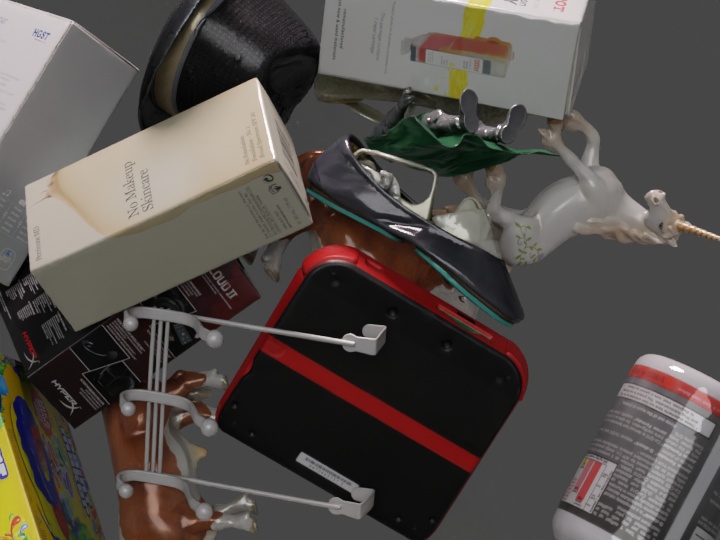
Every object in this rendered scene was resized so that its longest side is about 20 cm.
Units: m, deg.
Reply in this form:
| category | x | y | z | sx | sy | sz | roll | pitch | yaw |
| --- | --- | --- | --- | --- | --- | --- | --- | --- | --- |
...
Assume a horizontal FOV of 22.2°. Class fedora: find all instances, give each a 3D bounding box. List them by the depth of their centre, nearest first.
| category | x | y | z | sx | sy | sz | roll | pitch | yaw |
| --- | --- | --- | --- | --- | --- | --- | --- | --- | --- |
| fedora | -0.089 | -0.159 | 1.429 | 0.091 | 0.201 | 0.201 | 34 | 85 | 10 |

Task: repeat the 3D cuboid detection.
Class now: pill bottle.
| category | x | y | z | sx | sy | sz | roll | pitch | yaw |
| --- | --- | --- | --- | --- | --- | --- | --- | --- | --- |
| pill bottle | 0.213 | 0.175 | 1.371 | 0.115 | 0.116 | 0.201 | 29 | 83 | 11 |

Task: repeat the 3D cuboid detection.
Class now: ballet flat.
| category | x | y | z | sx | sy | sz | roll | pitch | yaw |
| --- | --- | --- | --- | --- | --- | --- | --- | --- | --- |
| ballet flat | 0.051 | -0.038 | 1.378 | 0.199 | 0.073 | 0.073 | 34 | 85 | 10 |
| ballet flat | 0.056 | -0.141 | 1.488 | 0.198 | 0.067 | 0.063 | 15 | 111 | 13 |

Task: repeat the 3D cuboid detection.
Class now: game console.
| category | x | y | z | sx | sy | sz | roll | pitch | yaw |
| --- | --- | --- | --- | --- | --- | --- | --- | --- | --- |
| game console | 0.011 | 0.094 | 1.405 | 0.199 | 0.031 | 0.178 | 30 | 108 | -6 |

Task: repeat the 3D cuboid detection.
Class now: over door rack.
| category | x | y | z | sx | sy | sz | roll | pitch | yaw |
| --- | --- | --- | --- | --- | --- | --- | --- | --- | --- |
| over door rack | -0.083 | 0.108 | 1.360 | 0.197 | 0.067 | 0.150 | 5 | 108 | 0 |

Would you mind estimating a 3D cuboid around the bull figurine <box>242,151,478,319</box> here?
| category | x | y | z | sx | sy | sz | roll | pitch | yaw |
| --- | --- | --- | --- | --- | --- | --- | --- | --- | --- |
| bull figurine | 0.000 | 0.000 | 1.446 | 0.121 | 0.065 | 0.200 | -41 | 78 | -11 |

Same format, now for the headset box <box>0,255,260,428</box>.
| category | x | y | z | sx | sy | sz | roll | pitch | yaw |
| --- | --- | --- | --- | --- | --- | --- | --- | --- | --- |
| headset box | -0.182 | 0.003 | 1.439 | 0.199 | 0.077 | 0.149 | -35 | 44 | -2 |

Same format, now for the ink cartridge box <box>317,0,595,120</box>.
| category | x | y | z | sx | sy | sz | roll | pitch | yaw |
| --- | --- | --- | --- | --- | --- | --- | --- | --- | --- |
| ink cartridge box | 0.081 | -0.198 | 1.438 | 0.198 | 0.145 | 0.084 | 12 | 119 | 8 |

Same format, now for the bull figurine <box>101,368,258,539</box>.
| category | x | y | z | sx | sy | sz | roll | pitch | yaw |
| --- | --- | --- | --- | --- | --- | --- | --- | --- | --- |
| bull figurine | -0.146 | 0.174 | 1.441 | 0.120 | 0.065 | 0.202 | -13 | 80 | 0 |

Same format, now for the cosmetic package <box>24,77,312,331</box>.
| category | x | y | z | sx | sy | sz | roll | pitch | yaw |
| --- | --- | --- | --- | --- | --- | --- | --- | --- | --- |
| cosmetic package | -0.143 | -0.049 | 1.353 | 0.198 | 0.073 | 0.104 | -24 | 43 | 7 |

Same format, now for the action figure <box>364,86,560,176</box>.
| category | x | y | z | sx | sy | sz | roll | pitch | yaw |
| --- | --- | --- | --- | --- | --- | --- | --- | --- | --- |
| action figure | 0.057 | -0.103 | 1.400 | 0.117 | 0.200 | 0.055 | 16 | 83 | -22 |

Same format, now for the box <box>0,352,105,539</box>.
| category | x | y | z | sx | sy | sz | roll | pitch | yaw |
| --- | --- | --- | --- | --- | --- | --- | --- | --- | --- |
| box | -0.284 | 0.182 | 1.389 | 0.121 | 0.193 | 0.202 | -21 | 78 | 2 |

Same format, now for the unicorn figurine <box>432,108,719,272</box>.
| category | x | y | z | sx | sy | sz | roll | pitch | yaw |
| --- | --- | --- | --- | --- | --- | --- | --- | --- | --- |
| unicorn figurine | 0.165 | -0.055 | 1.443 | 0.198 | 0.074 | 0.138 | -25 | 106 | 20 |

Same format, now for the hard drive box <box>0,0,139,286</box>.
| category | x | y | z | sx | sy | sz | roll | pitch | yaw |
| --- | --- | --- | --- | --- | --- | --- | --- | --- | --- |
| hard drive box | -0.288 | -0.107 | 1.464 | 0.155 | 0.077 | 0.201 | 24 | 82 | 52 |
